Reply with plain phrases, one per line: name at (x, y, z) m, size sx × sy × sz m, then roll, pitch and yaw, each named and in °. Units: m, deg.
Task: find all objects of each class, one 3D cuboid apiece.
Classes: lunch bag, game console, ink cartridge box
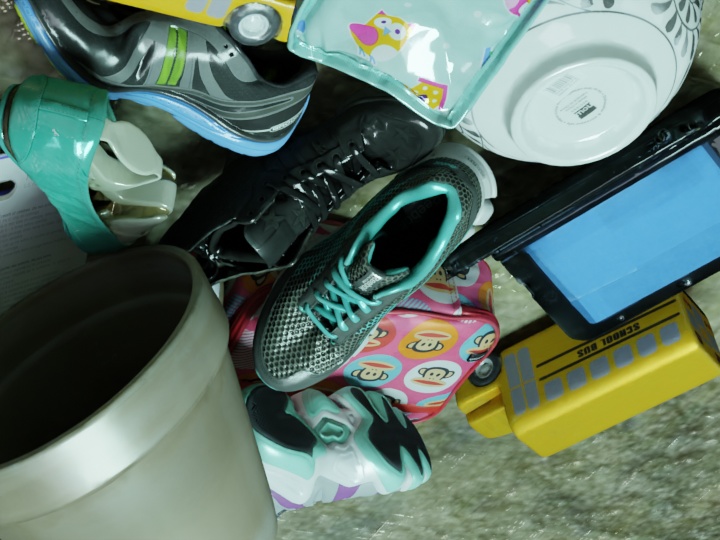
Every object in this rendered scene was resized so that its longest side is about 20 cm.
lunch bag at (0.054, -0.200, 0.721) m, size 0.121 × 0.171 × 0.201 m, roll 23°, pitch 135°, yaw -10°
game console at (0.181, -0.021, 1.028) m, size 0.199 × 0.117 × 0.176 m, roll -32°, pitch 179°, yaw 24°
ink cartridge box at (-0.252, 0.007, 0.934) m, size 0.197 × 0.043 × 0.202 m, roll -19°, pitch 138°, yaw -46°
lunch bag at (-0.015, 0.047, 1.111) m, size 0.198 × 0.083 × 0.177 m, roll 9°, pitch 142°, yaw -22°

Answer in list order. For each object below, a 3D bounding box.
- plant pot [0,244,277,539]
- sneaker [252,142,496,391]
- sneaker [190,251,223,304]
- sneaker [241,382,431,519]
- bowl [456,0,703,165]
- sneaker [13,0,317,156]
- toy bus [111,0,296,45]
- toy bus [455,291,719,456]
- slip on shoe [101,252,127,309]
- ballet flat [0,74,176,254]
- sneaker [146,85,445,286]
plant pot at (-0.139, 0.113, 0.910) m, size 0.198 × 0.201 × 0.175 m, roll -22°, pitch 119°, yaw 15°
sneaker at (0.000, 0.000, 0.952) m, size 0.078 × 0.091 × 0.200 m, roll 42°, pitch 102°, yaw 0°
sneaker at (-0.177, 0.047, 1.073) m, size 0.111 × 0.072 × 0.200 m, roll 9°, pitch 141°, yaw -29°
sneaker at (-0.053, 0.144, 1.077) m, size 0.199 × 0.078 × 0.140 m, roll 18°, pitch 131°, yaw -44°
bowl at (0.122, -0.126, 0.905) m, size 0.198 × 0.095 × 0.202 m, roll -8°, pitch 143°, yaw -6°
sneaker at (-0.108, -0.132, 0.870) m, size 0.198 × 0.071 × 0.083 m, roll 20°, pitch 122°, yaw -36°
toy bus at (-0.112, -0.182, 0.799) m, size 0.198 × 0.066 × 0.079 m, roll 10°, pitch 137°, yaw -24°
toy bus at (0.173, 0.080, 1.182) m, size 0.199 × 0.079 × 0.065 m, roll -29°, pitch 139°, yaw 22°
slip on shoe at (-0.148, 0.082, 1.020) m, size 0.075 × 0.061 × 0.202 m, roll 3°, pitch 127°, yaw -6°
ballet flat at (-0.143, -0.051, 0.873) m, size 0.070 × 0.068 × 0.200 m, roll 10°, pitch 165°, yaw 10°
sneaker at (-0.039, -0.043, 0.936) m, size 0.198 × 0.105 × 0.060 m, roll -13°, pitch 134°, yaw 35°
